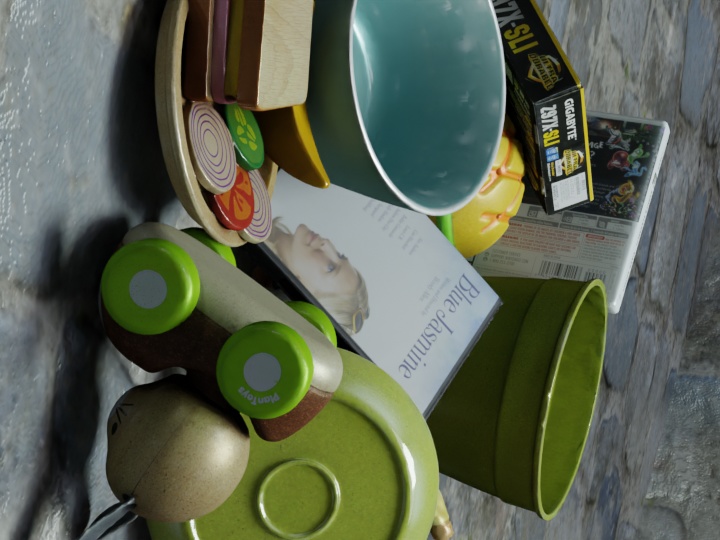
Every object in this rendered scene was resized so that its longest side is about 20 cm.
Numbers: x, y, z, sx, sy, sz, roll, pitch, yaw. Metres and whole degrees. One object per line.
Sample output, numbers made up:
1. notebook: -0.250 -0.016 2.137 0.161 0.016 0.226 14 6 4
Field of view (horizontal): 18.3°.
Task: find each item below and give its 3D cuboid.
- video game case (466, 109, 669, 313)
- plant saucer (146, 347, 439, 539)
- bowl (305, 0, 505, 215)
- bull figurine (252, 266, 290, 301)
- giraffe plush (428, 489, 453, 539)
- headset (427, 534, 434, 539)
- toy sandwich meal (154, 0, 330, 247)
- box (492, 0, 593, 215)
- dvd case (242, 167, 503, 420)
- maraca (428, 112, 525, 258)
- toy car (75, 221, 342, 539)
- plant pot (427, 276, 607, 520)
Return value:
1. video game case: 0.153 -0.062 1.956 0.023 0.199 0.182 58 46 -59
2. plant saucer: -0.044 0.148 1.481 0.031 0.199 0.201 -125 -137 -76
3. bowl: 0.007 -0.136 1.545 0.200 0.105 0.202 5 83 -55
4. bull figurine: -0.017 0.043 1.660 0.200 0.121 0.065 82 -7 -65
5. giraffe plush: -0.033 0.158 1.592 0.200 0.173 0.162 -45 -170 7
6. headset: -0.008 0.269 1.836 0.094 0.123 0.201 -7 128 -47
7. toy sandwich meal: -0.065 -0.116 1.388 0.205 0.070 0.206 -2 90 -72
8. box: 0.135 -0.171 1.899 0.160 0.049 0.200 73 -6 -55
9. dvd case: 0.006 -0.004 1.590 0.200 0.018 0.143 48 47 -13
10. maraca: 0.084 -0.101 1.871 0.137 0.106 0.201 -66 157 -58
11. toy car: -0.122 0.088 1.348 0.200 0.158 0.164 -55 178 6
12. plant pot: 0.085 0.087 1.852 0.200 0.192 0.201 12 90 -74
